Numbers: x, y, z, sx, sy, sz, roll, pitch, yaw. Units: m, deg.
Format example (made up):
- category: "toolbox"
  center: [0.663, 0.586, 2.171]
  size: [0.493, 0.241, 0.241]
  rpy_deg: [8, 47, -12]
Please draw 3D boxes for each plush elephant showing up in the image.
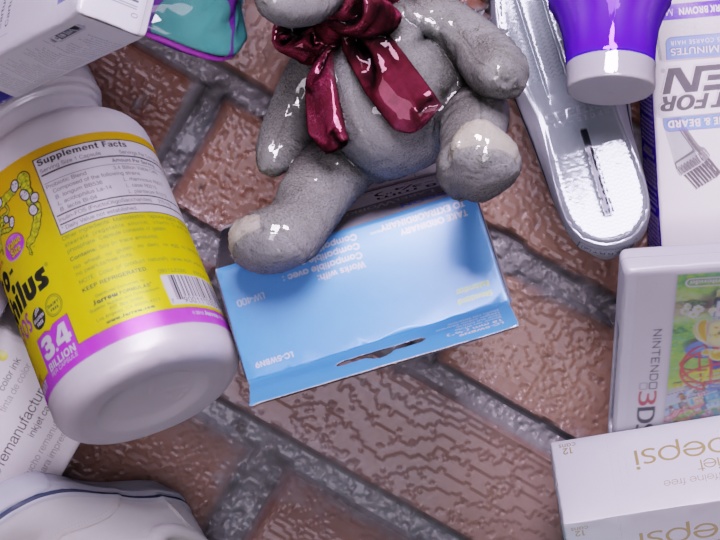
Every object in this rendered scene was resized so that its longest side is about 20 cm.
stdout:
- category: "plush elephant"
  center: [-0.001, -0.124, 1.097]
  size: [0.164, 0.200, 0.155]
  rpy_deg: [-16, 121, 34]

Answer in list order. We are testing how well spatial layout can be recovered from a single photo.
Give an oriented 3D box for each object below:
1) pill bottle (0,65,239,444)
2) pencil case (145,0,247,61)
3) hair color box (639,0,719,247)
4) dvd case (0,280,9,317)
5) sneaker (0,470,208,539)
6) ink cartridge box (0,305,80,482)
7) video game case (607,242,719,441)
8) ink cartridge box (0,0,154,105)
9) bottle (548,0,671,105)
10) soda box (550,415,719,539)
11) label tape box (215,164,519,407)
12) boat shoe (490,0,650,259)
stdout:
- category: "pill bottle"
  center: [-0.146, -0.015, 1.171]
  size: [0.104, 0.104, 0.200]
  rpy_deg: [-26, 66, 3]
- category: "pencil case"
  center: [-0.076, -0.219, 1.180]
  size: [0.092, 0.085, 0.200]
  rpy_deg: [11, 101, -43]
- category: "hair color box"
  center: [0.215, -0.070, 1.227]
  size: [0.109, 0.065, 0.201]
  rpy_deg: [-5, 102, 0]
- category: "dvd case"
  center: [-0.258, -0.007, 1.154]
  size: [0.149, 0.200, 0.016]
  rpy_deg: [29, 113, -7]
- category: "sneaker"
  center: [-0.149, 0.153, 1.188]
  size: [0.071, 0.200, 0.073]
  rpy_deg: [36, 112, 30]
- category: "ink cartridge box"
  center: [-0.258, 0.069, 1.224]
  size: [0.200, 0.084, 0.145]
  rpy_deg: [29, 98, -8]
- category: "video game case"
  center: [0.241, 0.053, 1.224]
  size: [0.199, 0.022, 0.182]
  rpy_deg: [-4, 134, -2]
- category: "ink cartridge box"
  center: [-0.144, -0.192, 1.095]
  size: [0.041, 0.200, 0.200]
  rpy_deg: [19, 73, -27]
- category: "bottle"
  center: [0.132, -0.189, 1.159]
  size: [0.065, 0.084, 0.201]
  rpy_deg: [0, 74, 1]
- category: "soda box"
  center: [0.212, 0.125, 1.231]
  size: [0.199, 0.064, 0.068]
  rpy_deg: [-10, 134, 5]
- category: "label tape box"
  center: [0.000, 0.000, 1.162]
  size: [0.144, 0.200, 0.063]
  rpy_deg: [-17, 101, 1]
- category: "boat shoe"
  center: [0.113, -0.100, 1.217]
  size: [0.073, 0.067, 0.201]
  rpy_deg: [-7, 78, -1]
